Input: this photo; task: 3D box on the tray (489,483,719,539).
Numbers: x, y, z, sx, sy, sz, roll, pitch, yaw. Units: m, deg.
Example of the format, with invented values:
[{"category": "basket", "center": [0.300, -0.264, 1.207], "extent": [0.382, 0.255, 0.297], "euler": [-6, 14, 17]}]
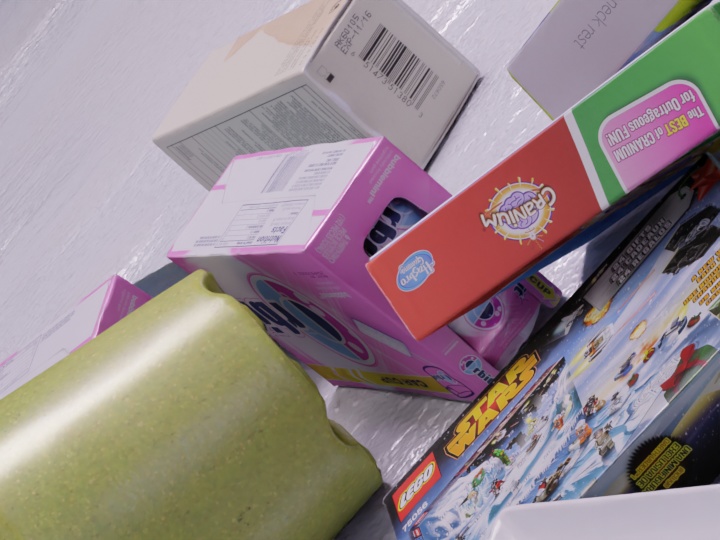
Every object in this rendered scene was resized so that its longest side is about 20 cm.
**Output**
[{"category": "tray", "center": [0.099, 0.125, 0.865], "extent": [0.200, 0.022, 0.108], "euler": [-14, 56, 55]}]

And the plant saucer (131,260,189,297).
[{"category": "plant saucer", "center": [-0.082, 0.018, 1.420], "extent": [0.201, 0.039, 0.201], "euler": [-30, -5, -3]}]

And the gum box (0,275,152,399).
[{"category": "gum box", "center": [-0.144, 0.097, 1.357], "extent": [0.200, 0.113, 0.066], "euler": [-35, 30, 42]}]

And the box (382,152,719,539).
[{"category": "box", "center": [0.096, 0.057, 1.014], "extent": [0.200, 0.040, 0.137], "euler": [-48, 20, 10]}]

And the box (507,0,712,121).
[{"category": "box", "center": [0.144, -0.142, 1.145], "extent": [0.122, 0.048, 0.200], "euler": [-41, -6, -38]}]

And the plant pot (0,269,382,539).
[{"category": "plant pot", "center": [-0.098, 0.105, 1.184], "extent": [0.184, 0.200, 0.200], "euler": [-42, 18, -6]}]

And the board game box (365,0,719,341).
[{"category": "board game box", "center": [0.115, -0.055, 1.076], "extent": [0.200, 0.040, 0.153], "euler": [-37, -6, 37]}]

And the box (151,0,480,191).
[{"category": "box", "center": [-0.030, -0.094, 1.511], "extent": [0.200, 0.095, 0.078], "euler": [-15, 39, 59]}]

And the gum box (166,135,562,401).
[{"category": "gum box", "center": [0.000, 0.000, 1.228], "extent": [0.066, 0.113, 0.200], "euler": [-56, 19, -13]}]
